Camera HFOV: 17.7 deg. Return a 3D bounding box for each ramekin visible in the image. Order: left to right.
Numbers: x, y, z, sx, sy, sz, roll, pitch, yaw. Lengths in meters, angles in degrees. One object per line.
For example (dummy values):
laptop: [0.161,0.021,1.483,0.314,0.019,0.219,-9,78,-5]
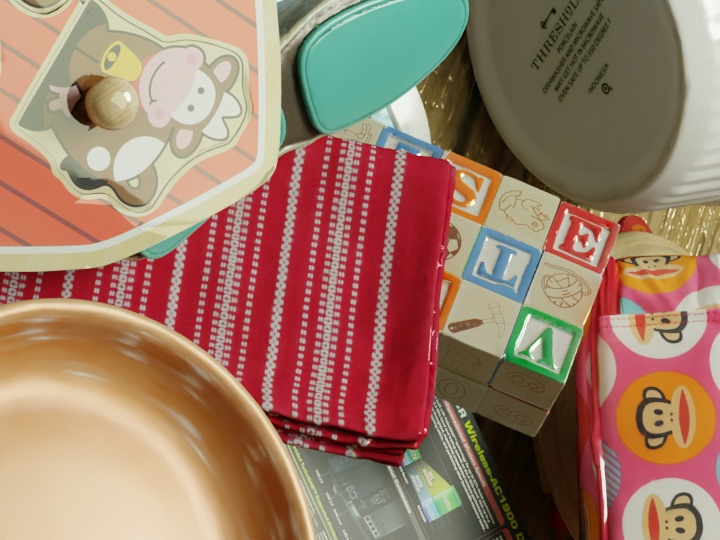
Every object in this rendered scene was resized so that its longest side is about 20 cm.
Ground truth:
ramekin: [0.139,-0.121,1.170,0.094,0.202,0.204,-22,102,-35]

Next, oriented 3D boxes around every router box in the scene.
router box: [0.010,0.142,1.053,0.149,0.062,0.201,-21,85,-46]

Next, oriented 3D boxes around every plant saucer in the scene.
plant saucer: [-0.107,0.111,0.860,0.199,0.037,0.202,13,66,-30]

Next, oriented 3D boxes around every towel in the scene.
towel: [-0.062,-0.004,0.955,0.199,0.023,0.145,12,61,-5]

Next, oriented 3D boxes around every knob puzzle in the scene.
knob puzzle: [-0.110,-0.087,0.860,0.218,0.030,0.221,-3,97,-23]

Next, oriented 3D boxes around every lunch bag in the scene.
lunch bag: [0.144,0.102,1.110,0.176,0.081,0.201,75,14,-71]

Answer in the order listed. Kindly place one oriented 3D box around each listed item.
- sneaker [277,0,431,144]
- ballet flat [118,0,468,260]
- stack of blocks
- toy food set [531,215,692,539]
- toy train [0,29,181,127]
sneaker: [-0.044,-0.103,1.059,0.082,0.074,0.201,-43,108,-33]
ballet flat: [-0.043,-0.079,0.954,0.200,0.062,0.068,-35,141,-27]
stack of blocks: [0.000,0.000,1.011,0.199,0.059,0.116,22,61,1]
toy food set: [0.153,0.073,1.263,0.199,0.048,0.199,-19,99,-46]
toy train: [-0.130,-0.108,0.909,0.200,0.087,0.115,-36,101,-19]
